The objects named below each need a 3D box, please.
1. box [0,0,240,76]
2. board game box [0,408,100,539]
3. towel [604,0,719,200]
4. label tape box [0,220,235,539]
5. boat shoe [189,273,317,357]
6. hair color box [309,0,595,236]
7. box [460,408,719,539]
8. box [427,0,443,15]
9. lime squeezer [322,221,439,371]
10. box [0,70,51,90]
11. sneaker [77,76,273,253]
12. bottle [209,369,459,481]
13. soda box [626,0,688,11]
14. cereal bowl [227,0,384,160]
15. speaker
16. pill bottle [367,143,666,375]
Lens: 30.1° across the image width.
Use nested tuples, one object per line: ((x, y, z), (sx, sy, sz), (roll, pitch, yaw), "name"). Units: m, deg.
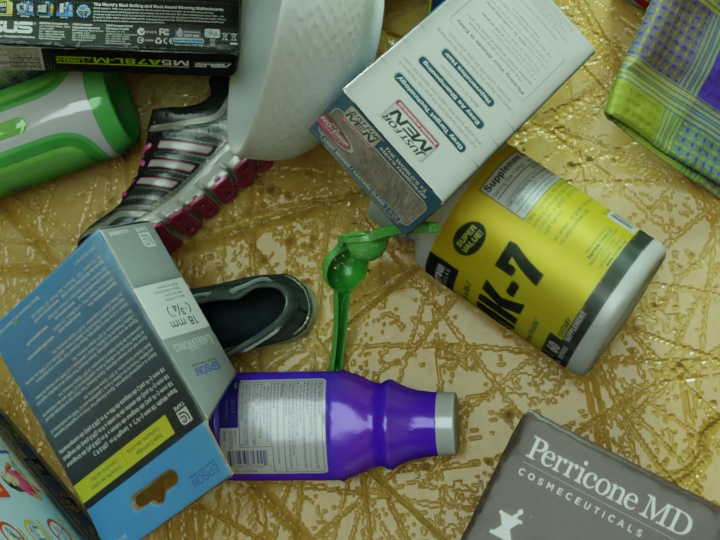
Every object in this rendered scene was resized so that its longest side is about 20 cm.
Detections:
((-0.188, -0.244, 0.995), (0.198, 0.048, 0.195), (0, 72, -9), "box")
((-0.282, 0.163, 0.981), (0.056, 0.196, 0.200), (-43, 76, 1), "board game box")
((0.271, -0.170, 0.989), (0.143, 0.023, 0.201), (30, 88, -24), "towel")
((-0.170, 0.088, 0.990), (0.144, 0.063, 0.201), (-37, 79, 30), "label tape box")
((-0.135, 0.044, 1.042), (0.198, 0.062, 0.073), (-14, 82, 8), "boat shoe")
((0.066, -0.125, 0.923), (0.100, 0.060, 0.200), (47, 55, -2), "hair color box")
((0.143, 0.223, 0.914), (0.165, 0.164, 0.201), (26, 86, 13), "box")
((0.097, -0.262, 1.051), (0.069, 0.064, 0.202), (6, 82, 10), "box")
((0.000, 0.000, 0.983), (0.037, 0.200, 0.071), (8, 52, -21), "lime squeezer")
((-0.251, -0.220, 1.084), (0.199, 0.101, 0.113), (-20, 79, 6), "box")
((-0.151, -0.080, 1.061), (0.200, 0.074, 0.088), (-39, 77, -3), "sneaker")
((-0.026, 0.116, 1.010), (0.198, 0.065, 0.084), (-2, 86, 9), "bottle")
((0.269, -0.291, 1.026), (0.068, 0.063, 0.201), (30, 87, 12), "soda box")
((-0.036, -0.174, 0.966), (0.083, 0.200, 0.202), (10, 82, -15), "cereal bowl")
((-0.283, -0.104, 1.077), (0.199, 0.088, 0.089), (-19, 78, 7), "speaker")
((0.112, -0.023, 0.985), (0.199, 0.114, 0.115), (34, 88, 13), "pill bottle")
